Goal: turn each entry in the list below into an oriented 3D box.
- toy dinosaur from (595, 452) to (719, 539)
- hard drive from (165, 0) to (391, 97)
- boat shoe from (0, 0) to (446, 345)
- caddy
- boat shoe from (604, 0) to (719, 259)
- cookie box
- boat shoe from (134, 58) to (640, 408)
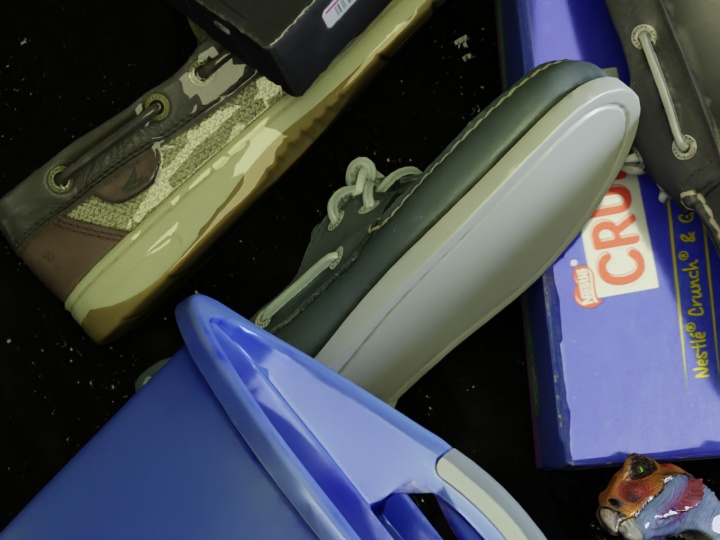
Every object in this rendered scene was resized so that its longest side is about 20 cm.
[{"bbox_3d":[0.104,0.145,0.731,0.105,0.182,0.200,6,123,-22],"label":"toy dinosaur"},{"bbox_3d":[-0.045,-0.158,0.808,0.200,0.038,0.140,37,80,26],"label":"hard drive"},{"bbox_3d":[-0.031,-0.068,0.818,0.066,0.072,0.201,42,86,-3],"label":"boat shoe"},{"bbox_3d":[0.003,0.097,0.680,0.105,0.141,0.200,-40,81,3],"label":"caddy"},{"bbox_3d":[0.105,-0.048,0.764,0.063,0.073,0.200,-16,84,32],"label":"boat shoe"},{"bbox_3d":[0.148,-0.029,0.822,0.200,0.075,0.171,-4,82,-4],"label":"cookie box"},{"bbox_3d":[0.000,0.000,0.775,0.200,0.073,0.062,-48,65,31],"label":"boat shoe"}]
